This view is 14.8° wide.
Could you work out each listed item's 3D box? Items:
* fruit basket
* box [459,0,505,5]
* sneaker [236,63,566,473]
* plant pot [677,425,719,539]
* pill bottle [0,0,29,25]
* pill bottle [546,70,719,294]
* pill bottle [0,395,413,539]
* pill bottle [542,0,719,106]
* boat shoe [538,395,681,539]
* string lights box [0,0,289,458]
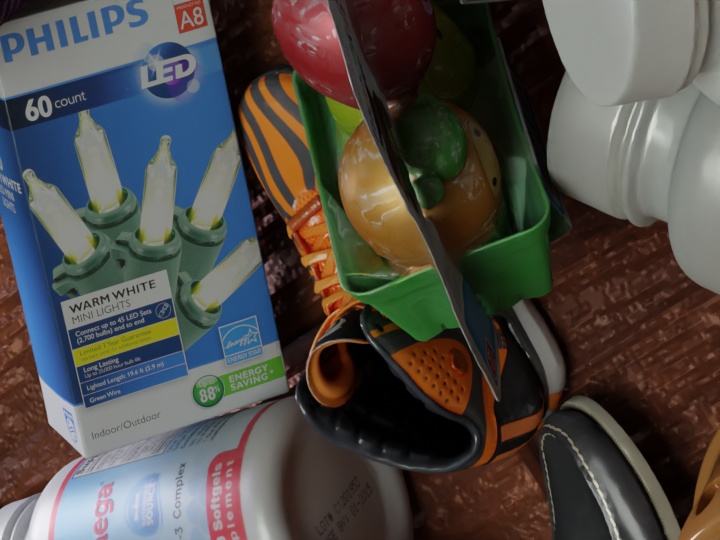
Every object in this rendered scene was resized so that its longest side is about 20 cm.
[{"bbox_3d":[0.017,-0.075,1.071,0.093,0.186,0.200,-16,139,3],"label":"fruit basket"},{"bbox_3d":[0.104,-0.207,1.033,0.157,0.050,0.201,-7,106,3],"label":"box"},{"bbox_3d":[0.000,0.000,1.181,0.200,0.112,0.078,49,125,9],"label":"sneaker"},{"bbox_3d":[0.205,0.127,1.079,0.199,0.140,0.201,11,112,29],"label":"plant pot"},{"bbox_3d":[-0.181,-0.144,1.127,0.112,0.200,0.113,29,146,23],"label":"pill bottle"},{"bbox_3d":[0.178,-0.035,1.052,0.199,0.114,0.115,24,119,24],"label":"pill bottle"},{"bbox_3d":[-0.082,0.128,1.283,0.199,0.109,0.109,-18,97,36],"label":"pill bottle"},{"bbox_3d":[0.168,-0.116,0.966,0.113,0.199,0.113,167,90,-75],"label":"pill bottle"},{"bbox_3d":[0.106,0.155,1.181,0.073,0.062,0.201,-5,102,69],"label":"boat shoe"},{"bbox_3d":[-0.105,-0.030,1.229,0.059,0.102,0.201,31,136,63],"label":"string lights box"}]
